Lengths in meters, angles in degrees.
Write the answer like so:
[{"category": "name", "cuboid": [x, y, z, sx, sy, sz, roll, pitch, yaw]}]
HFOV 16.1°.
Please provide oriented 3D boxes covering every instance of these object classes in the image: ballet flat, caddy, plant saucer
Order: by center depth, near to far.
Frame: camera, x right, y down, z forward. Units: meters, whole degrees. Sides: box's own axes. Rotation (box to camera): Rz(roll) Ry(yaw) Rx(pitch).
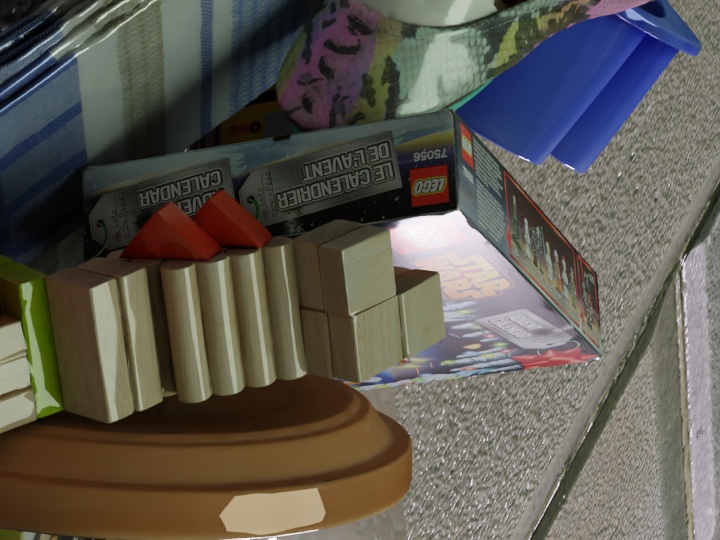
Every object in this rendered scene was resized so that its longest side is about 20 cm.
[{"category": "plant saucer", "cuboid": [-0.081, 0.054, 0.886, 0.200, 0.199, 0.032, -16, 112, -63]}, {"category": "ballet flat", "cuboid": [0.049, -0.110, 0.916, 0.200, 0.069, 0.071, -27, 142, -35]}, {"category": "caddy", "cuboid": [0.048, -0.128, 1.065, 0.105, 0.200, 0.141, -58, 162, 10]}]

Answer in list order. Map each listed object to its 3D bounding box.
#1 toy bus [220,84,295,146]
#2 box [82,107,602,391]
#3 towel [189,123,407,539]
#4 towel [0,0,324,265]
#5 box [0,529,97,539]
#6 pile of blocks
[{"category": "toy bus", "cuboid": [0.008, -0.017, 1.093, 0.200, 0.065, 0.079, 49, 35, -57]}, {"category": "box", "cuboid": [0.000, 0.000, 0.938, 0.200, 0.136, 0.040, 40, 44, -64]}, {"category": "towel", "cuboid": [-0.023, 0.038, 1.125, 0.200, 0.032, 0.192, 35, 49, -66]}, {"category": "towel", "cuboid": [-0.056, -0.085, 0.879, 0.200, 0.024, 0.147, -38, 164, -15]}, {"category": "box", "cuboid": [-0.136, 0.152, 1.023, 0.075, 0.050, 0.201, -44, 146, -53]}, {"category": "pile of blocks", "cuboid": [-0.074, 0.006, 0.823, 0.082, 0.199, 0.062, -127, -150, -68]}]
